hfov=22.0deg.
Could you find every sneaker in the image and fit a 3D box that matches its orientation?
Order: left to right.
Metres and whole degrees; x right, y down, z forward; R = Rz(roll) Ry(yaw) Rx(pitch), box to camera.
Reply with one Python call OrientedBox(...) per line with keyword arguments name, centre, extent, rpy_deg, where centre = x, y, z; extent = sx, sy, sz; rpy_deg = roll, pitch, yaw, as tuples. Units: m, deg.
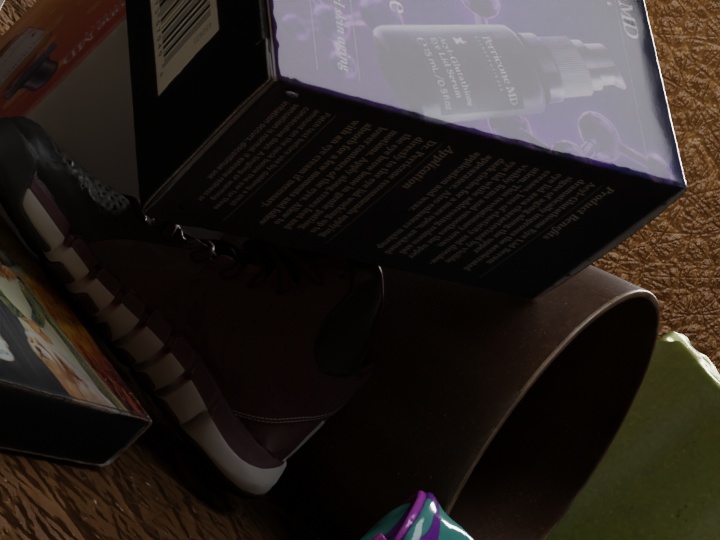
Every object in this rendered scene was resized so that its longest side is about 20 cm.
OrientedBox(name="sneaker", centre=(-0.061, -0.009, 0.757), extent=(0.200, 0.116, 0.076), rpy_deg=(56, -8, -32))

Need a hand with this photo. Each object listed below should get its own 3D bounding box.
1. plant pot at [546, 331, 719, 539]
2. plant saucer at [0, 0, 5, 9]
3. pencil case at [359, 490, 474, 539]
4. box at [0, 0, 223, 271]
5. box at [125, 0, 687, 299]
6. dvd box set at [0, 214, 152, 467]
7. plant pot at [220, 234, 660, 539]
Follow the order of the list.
OrientedBox(name="plant pot", centre=(0.152, 0.140, 1.037), extent=(0.200, 0.184, 0.200), rpy_deg=(45, 7, -7))
OrientedBox(name="plant saucer", centre=(-0.190, -0.210, 0.991), extent=(0.037, 0.200, 0.200), rpy_deg=(23, 11, -7))
OrientedBox(name="pencil case", centre=(0.061, 0.180, 0.693), extent=(0.200, 0.085, 0.092), rpy_deg=(47, -6, 4))
OrientedBox(name="box", centre=(-0.106, -0.088, 0.900), extent=(0.106, 0.152, 0.200), rpy_deg=(44, 7, -21))
OrientedBox(name="box", centre=(0.015, -0.088, 0.748), extent=(0.200, 0.104, 0.148), rpy_deg=(10, 57, -32))
OrientedBox(name="dvd box set", centre=(-0.168, -0.019, 0.659), extent=(0.200, 0.029, 0.146), rpy_deg=(50, 8, 23))
OrientedBox(name="plant pot", centre=(0.009, 0.037, 0.892), extent=(0.200, 0.187, 0.187), rpy_deg=(34, 2, 22))
